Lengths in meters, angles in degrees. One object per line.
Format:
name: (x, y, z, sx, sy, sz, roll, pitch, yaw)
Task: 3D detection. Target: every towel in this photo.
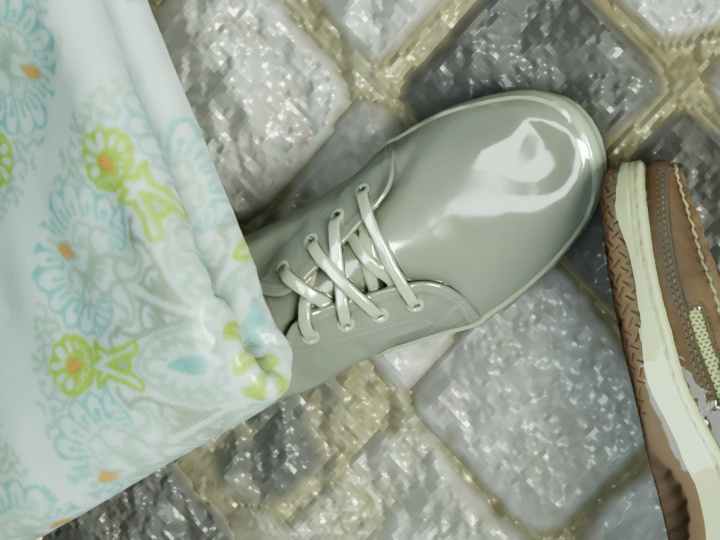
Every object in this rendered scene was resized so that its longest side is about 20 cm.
towel: (-0.122, -0.014, 0.849, 0.171, 0.048, 0.201, -32, 77, 42)

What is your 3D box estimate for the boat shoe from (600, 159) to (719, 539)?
boat shoe: (0.133, 0.056, 0.785, 0.074, 0.075, 0.204, -13, 78, 6)

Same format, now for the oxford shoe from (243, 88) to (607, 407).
oxford shoe: (0.000, 0.000, 0.842, 0.199, 0.058, 0.076, -27, 90, 23)
